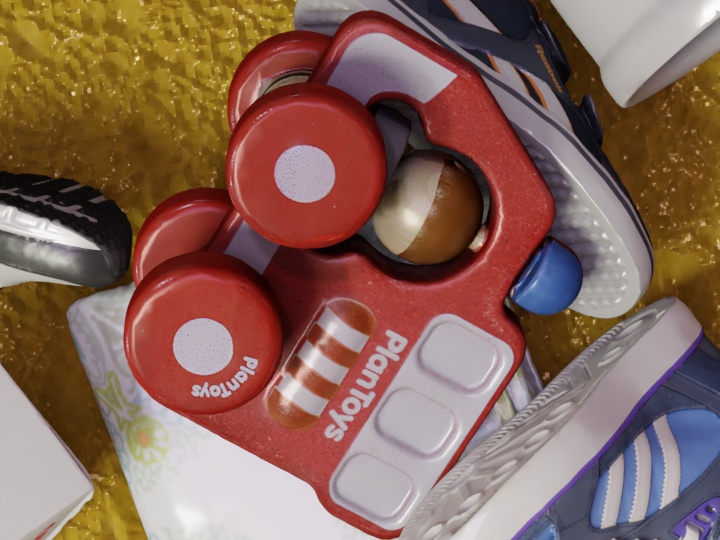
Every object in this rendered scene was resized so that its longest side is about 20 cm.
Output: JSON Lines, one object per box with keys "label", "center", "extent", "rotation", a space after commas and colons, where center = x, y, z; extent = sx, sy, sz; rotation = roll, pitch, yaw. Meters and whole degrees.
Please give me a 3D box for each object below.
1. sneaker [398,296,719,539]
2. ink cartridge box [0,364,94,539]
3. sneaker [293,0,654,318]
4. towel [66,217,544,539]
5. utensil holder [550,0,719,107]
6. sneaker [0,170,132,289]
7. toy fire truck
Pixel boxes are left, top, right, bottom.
{"label": "sneaker", "center": [0.119, 0.119, 0.939], "extent": [0.200, 0.081, 0.147], "rotation": [-41, 100, -34]}
{"label": "ink cartridge box", "center": [-0.230, 0.135, 0.936], "extent": [0.200, 0.145, 0.084], "rotation": [-35, 85, -34]}
{"label": "sneaker", "center": [0.067, -0.072, 0.970], "extent": [0.200, 0.078, 0.079], "rotation": [46, 52, 4]}
{"label": "towel", "center": [-0.016, 0.061, 1.007], "extent": [0.199, 0.048, 0.172], "rotation": [-21, 85, 5]}
{"label": "utensil holder", "center": [0.120, -0.199, 0.934], "extent": [0.170, 0.170, 0.200], "rotation": [-37, 84, 4]}
{"label": "sneaker", "center": [-0.192, -0.009, 1.005], "extent": [0.199, 0.074, 0.080], "rotation": [9, 99, 26]}
{"label": "toy fire truck", "center": [0.000, 0.000, 0.928], "extent": [0.168, 0.112, 0.200], "rotation": [29, 105, -13]}
